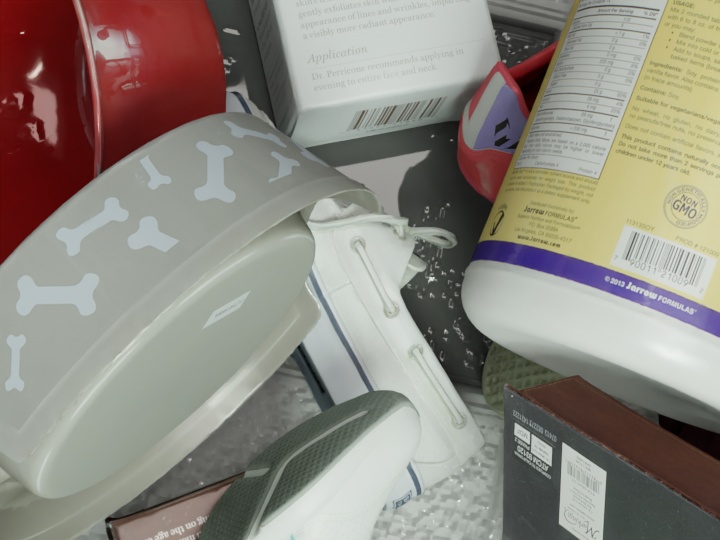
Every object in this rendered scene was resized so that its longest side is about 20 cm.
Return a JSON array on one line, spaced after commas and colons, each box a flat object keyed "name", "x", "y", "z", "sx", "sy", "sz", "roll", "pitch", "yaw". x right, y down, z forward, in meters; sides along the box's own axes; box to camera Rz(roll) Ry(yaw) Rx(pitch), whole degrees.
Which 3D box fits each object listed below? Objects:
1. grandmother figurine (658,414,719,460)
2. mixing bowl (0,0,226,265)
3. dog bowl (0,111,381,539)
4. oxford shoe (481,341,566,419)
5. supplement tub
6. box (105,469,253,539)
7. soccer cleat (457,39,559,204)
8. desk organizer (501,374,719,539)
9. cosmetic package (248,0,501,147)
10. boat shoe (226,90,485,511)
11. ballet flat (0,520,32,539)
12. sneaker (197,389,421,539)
[{"name": "grandmother figurine", "x": 0.186, "y": 0.062, "z": 0.787, "sx": 0.060, "sy": 0.121, "sz": 0.201, "roll": 33, "pitch": 88, "yaw": -37}, {"name": "mixing bowl", "x": -0.129, "y": -0.077, "z": 0.721, "sx": 0.108, "sy": 0.200, "sz": 0.201, "roll": -12, "pitch": 81, "yaw": -44}, {"name": "dog bowl", "x": -0.082, "y": 0.022, "z": 0.649, "sx": 0.200, "sy": 0.200, "sz": 0.059, "roll": -43, "pitch": 78, "yaw": -13}, {"name": "oxford shoe", "x": 0.140, "y": 0.004, "z": 0.781, "sx": 0.200, "sy": 0.075, "sz": 0.058, "roll": -43, "pitch": 134, "yaw": 8}, {"name": "supplement tub", "x": 0.138, "y": -0.048, "z": 0.675, "sx": 0.145, "sy": 0.145, "sz": 0.201, "roll": 23, "pitch": 84, "yaw": -5}, {"name": "box", "x": -0.031, "y": 0.186, "z": 0.737, "sx": 0.100, "sy": 0.075, "sz": 0.201, "roll": -19, "pitch": 83, "yaw": -12}, {"name": "soccer cleat", "x": 0.131, "y": -0.085, "z": 0.784, "sx": 0.199, "sy": 0.077, "sz": 0.067, "roll": -21, "pitch": 58, "yaw": -25}, {"name": "desk organizer", "x": 0.139, "y": 0.100, "z": 0.613, "sx": 0.077, "sy": 0.200, "sz": 0.072, "roll": -13, "pitch": 115, "yaw": -28}, {"name": "cosmetic package", "x": -0.008, "y": -0.167, "z": 0.798, "sx": 0.101, "sy": 0.074, "sz": 0.201, "roll": -10, "pitch": 81, "yaw": -12}, {"name": "boat shoe", "x": 0.001, "y": 0.000, "z": 0.771, "sx": 0.086, "sy": 0.075, "sz": 0.203, "roll": -27, "pitch": 89, "yaw": -12}, {"name": "ballet flat", "x": -0.137, "y": 0.191, "z": 0.710, "sx": 0.069, "sy": 0.069, "sz": 0.201, "roll": -26, "pitch": 111, "yaw": -12}, {"name": "sneaker", "x": -0.035, "y": 0.137, "z": 0.681, "sx": 0.080, "sy": 0.070, "sz": 0.201, "roll": 41, "pitch": 80, "yaw": -16}]
